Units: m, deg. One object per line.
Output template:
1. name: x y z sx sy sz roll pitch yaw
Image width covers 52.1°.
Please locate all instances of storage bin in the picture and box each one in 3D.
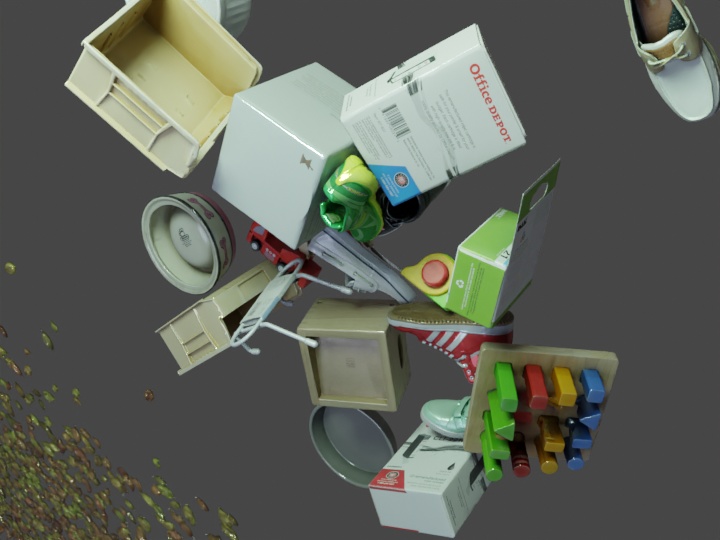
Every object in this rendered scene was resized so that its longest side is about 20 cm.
1. storage bin: -0.235 0.075 1.337 0.198 0.200 0.094 -29 95 42
2. storage bin: -0.261 -0.266 1.019 0.198 0.201 0.093 41 136 -17

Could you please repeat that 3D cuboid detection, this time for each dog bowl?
1. dog bowl: -0.322 -0.060 1.409 0.198 0.074 0.203 18 125 28

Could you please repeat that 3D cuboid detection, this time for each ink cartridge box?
1. ink cartridge box: 0.130 0.337 1.222 0.143 0.199 0.085 -6 108 38
2. ink cartridge box: 0.193 -0.048 0.990 0.075 0.148 0.202 23 126 24
3. ink cartridge box: 0.095 -0.197 0.953 0.198 0.085 0.147 -24 121 19

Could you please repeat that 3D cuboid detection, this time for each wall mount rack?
1. wall mount rack: -0.114 0.065 1.186 0.173 0.201 0.075 -16 122 47

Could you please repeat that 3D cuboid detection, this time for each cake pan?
1. cake pan: -0.010 0.330 1.428 0.198 0.037 0.203 18 125 28

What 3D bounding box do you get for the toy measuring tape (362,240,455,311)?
1. toy measuring tape: 0.093 -0.013 1.143 0.199 0.073 0.074 39 132 24

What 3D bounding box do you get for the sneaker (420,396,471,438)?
1. sneaker: 0.189 0.211 1.188 0.198 0.074 0.120 6 125 23

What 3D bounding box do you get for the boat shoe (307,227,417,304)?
1. boat shoe: 0.000 0.000 1.173 0.199 0.074 0.067 40 90 -15

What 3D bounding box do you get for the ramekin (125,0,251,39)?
1. ramekin: -0.262 -0.430 1.136 0.198 0.098 0.203 17 125 27

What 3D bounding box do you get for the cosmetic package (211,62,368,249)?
1. cosmetic package: -0.080 -0.173 1.081 0.166 0.200 0.168 36 130 13

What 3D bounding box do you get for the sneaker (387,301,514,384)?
1. sneaker: 0.140 0.114 1.155 0.197 0.071 0.114 4 118 18

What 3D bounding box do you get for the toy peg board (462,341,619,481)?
1. toy peg board: 0.262 0.221 1.068 0.196 0.098 0.202 5 122 0

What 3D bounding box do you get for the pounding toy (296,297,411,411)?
1. pounding toy: -0.011 0.150 1.280 0.181 0.142 0.202 1 119 20

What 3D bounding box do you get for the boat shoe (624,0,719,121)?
1. boat shoe: 0.339 -0.253 0.819 0.074 0.068 0.202 -23 100 42

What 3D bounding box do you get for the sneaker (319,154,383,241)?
1. sneaker: -0.018 -0.090 1.021 0.074 0.083 0.200 53 173 20

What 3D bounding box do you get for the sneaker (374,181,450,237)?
1. sneaker: 0.043 -0.093 1.106 0.071 0.099 0.199 52 134 -4

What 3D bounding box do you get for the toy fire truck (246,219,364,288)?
1. toy fire truck: -0.100 -0.048 1.270 0.199 0.049 0.142 40 131 12
